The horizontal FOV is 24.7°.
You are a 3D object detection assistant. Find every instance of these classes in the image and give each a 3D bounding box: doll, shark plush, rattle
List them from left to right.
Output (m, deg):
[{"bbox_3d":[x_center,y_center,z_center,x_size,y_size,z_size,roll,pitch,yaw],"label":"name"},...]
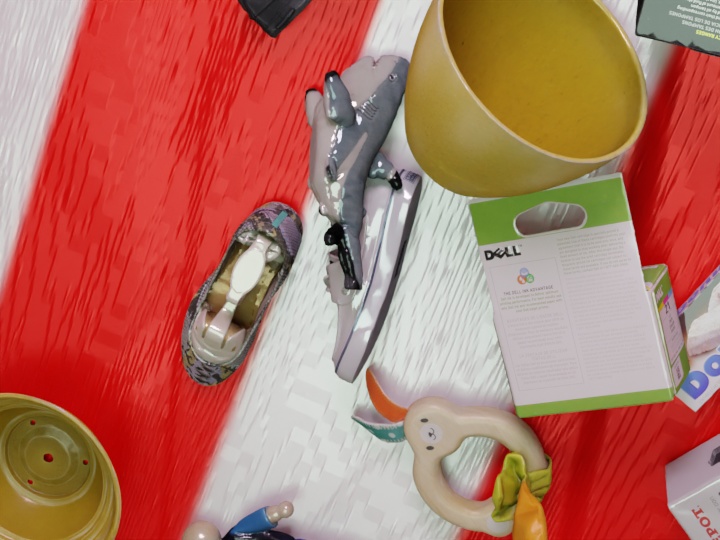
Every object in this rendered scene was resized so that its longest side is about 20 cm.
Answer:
[{"bbox_3d":[-0.078,0.283,1.594,0.198,0.049,0.138,16,121,12],"label":"doll"},{"bbox_3d":[0.001,-0.088,1.405,0.082,0.091,0.202,4,72,-15],"label":"shark plush"},{"bbox_3d":[0.073,0.184,1.487,0.199,0.143,0.130,36,130,-10],"label":"rattle"}]

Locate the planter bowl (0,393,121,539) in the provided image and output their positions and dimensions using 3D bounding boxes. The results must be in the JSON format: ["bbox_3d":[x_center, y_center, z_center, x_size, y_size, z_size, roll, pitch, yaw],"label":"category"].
[{"bbox_3d":[-0.314,0.196,1.589,0.198,0.084,0.202,4,110,10],"label":"planter bowl"}]

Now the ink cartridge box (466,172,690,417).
[{"bbox_3d":[0.190,0.015,1.424,0.147,0.076,0.202,-9,103,26],"label":"ink cartridge box"}]

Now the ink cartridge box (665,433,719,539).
[{"bbox_3d":[0.390,0.198,1.457,0.199,0.084,0.145,-34,101,20],"label":"ink cartridge box"}]

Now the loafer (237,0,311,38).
[{"bbox_3d":[-0.016,-0.267,1.384,0.200,0.068,0.071,-29,110,24],"label":"loafer"}]

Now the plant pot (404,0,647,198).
[{"bbox_3d":[0.114,-0.140,1.353,0.200,0.200,0.142,41,139,-5],"label":"plant pot"}]

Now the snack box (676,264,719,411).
[{"bbox_3d":[0.333,0.029,1.441,0.072,0.024,0.200,38,112,-2],"label":"snack box"}]

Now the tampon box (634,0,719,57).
[{"bbox_3d":[0.299,-0.275,1.274,0.125,0.150,0.202,16,111,5],"label":"tampon box"}]

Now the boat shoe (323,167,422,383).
[{"bbox_3d":[0.000,0.000,1.476,0.065,0.074,0.202,18,101,9],"label":"boat shoe"}]

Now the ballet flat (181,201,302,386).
[{"bbox_3d":[-0.118,0.029,1.503,0.072,0.072,0.201,29,112,0],"label":"ballet flat"}]
